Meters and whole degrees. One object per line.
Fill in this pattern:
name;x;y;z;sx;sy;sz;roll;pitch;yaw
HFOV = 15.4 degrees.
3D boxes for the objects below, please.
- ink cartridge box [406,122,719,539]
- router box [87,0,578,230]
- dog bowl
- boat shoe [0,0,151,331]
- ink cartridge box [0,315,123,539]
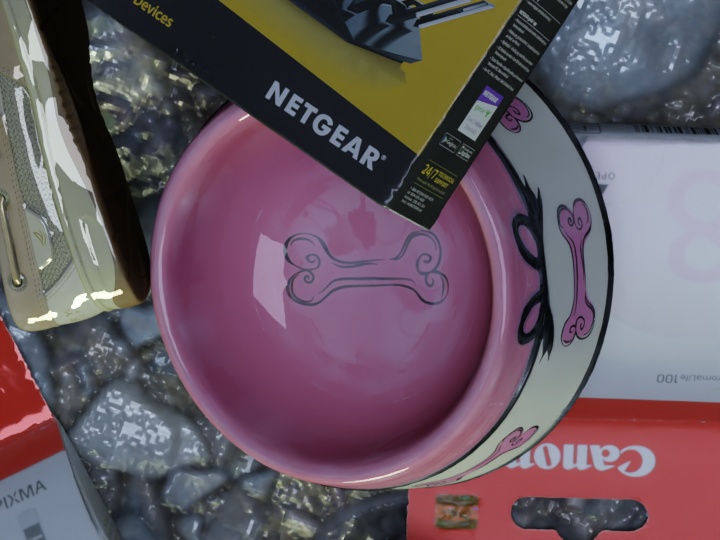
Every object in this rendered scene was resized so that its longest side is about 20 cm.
ink cartridge box;0.100;0.036;1.163;0.161;0.057;0.201;1;97;1
router box;-0.013;-0.136;1.042;0.200;0.052;0.158;35;94;23
dog bowl;0.000;0.000;1.106;0.199;0.074;0.201;5;102;25
boat shoe;-0.146;-0.074;1.106;0.065;0.072;0.201;-16;95;12
ink cartridge box;-0.190;0.132;1.188;0.162;0.050;0.201;-25;103;6
